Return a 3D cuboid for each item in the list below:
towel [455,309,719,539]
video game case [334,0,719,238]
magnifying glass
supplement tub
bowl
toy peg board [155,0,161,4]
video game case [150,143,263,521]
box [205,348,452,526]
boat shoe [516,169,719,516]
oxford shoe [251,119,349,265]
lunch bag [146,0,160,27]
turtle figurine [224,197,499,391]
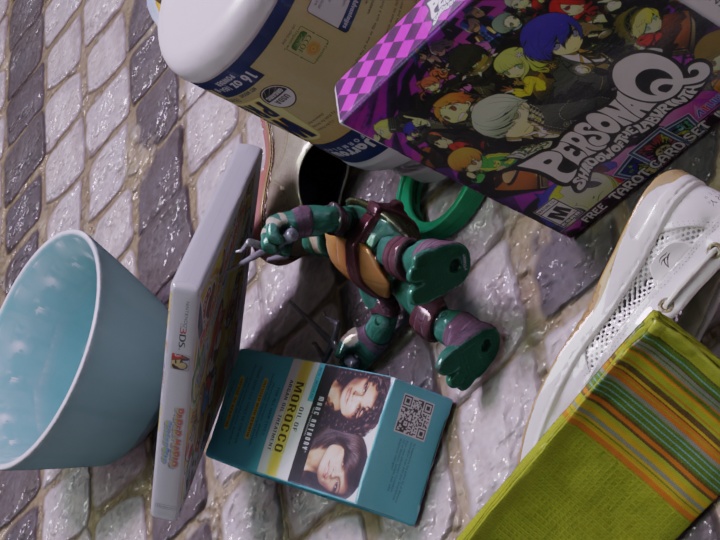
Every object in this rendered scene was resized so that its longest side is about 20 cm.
[{"bbox_3d":[0.119,0.119,0.835,0.200,0.086,0.018,-53,-2,22],"label":"towel"},{"bbox_3d":[0.116,-0.113,0.888,0.200,0.180,0.036,-40,40,35],"label":"video game case"},{"bbox_3d":[0.090,-0.097,1.072,0.200,0.022,0.080,-49,35,29],"label":"magnifying glass"},{"bbox_3d":[-0.012,-0.150,1.051,0.144,0.199,0.145,-38,39,39],"label":"supplement tub"},{"bbox_3d":[-0.221,0.078,1.341,0.200,0.105,0.202,-35,43,41],"label":"bowl"},{"bbox_3d":[-0.008,-0.239,1.138,0.199,0.199,0.098,-42,38,34],"label":"toy peg board"},{"bbox_3d":[-0.103,0.038,1.124,0.200,0.023,0.183,-73,-7,-59],"label":"video game case"},{"bbox_3d":[-0.026,0.105,1.084,0.199,0.049,0.083,5,74,57],"label":"box"},{"bbox_3d":[0.144,0.052,0.849,0.069,0.071,0.201,30,105,29],"label":"boat shoe"},{"bbox_3d":[-0.032,-0.105,1.219,0.074,0.070,0.202,-12,71,49],"label":"oxford shoe"},{"bbox_3d":[-0.091,-0.268,1.348,0.170,0.126,0.200,-55,23,23],"label":"lunch bag"},{"bbox_3d":[0.000,0.000,1.050,0.101,0.150,0.199,-53,38,-12],"label":"turtle figurine"}]
